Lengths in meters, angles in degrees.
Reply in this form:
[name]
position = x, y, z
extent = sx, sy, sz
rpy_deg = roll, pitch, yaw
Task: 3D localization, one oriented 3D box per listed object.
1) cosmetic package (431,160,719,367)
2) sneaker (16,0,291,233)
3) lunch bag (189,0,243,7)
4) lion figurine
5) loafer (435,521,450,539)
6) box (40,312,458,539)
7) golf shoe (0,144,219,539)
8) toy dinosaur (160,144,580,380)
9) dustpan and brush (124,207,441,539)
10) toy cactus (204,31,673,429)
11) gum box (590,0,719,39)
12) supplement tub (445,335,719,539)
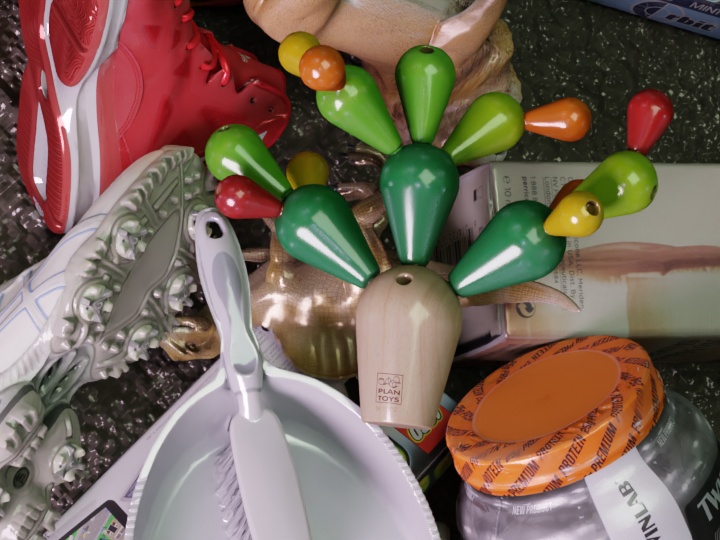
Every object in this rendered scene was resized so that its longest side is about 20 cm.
[cosmetic package]
position = 0.138, -0.001, 1.060
extent = 0.200, 0.103, 0.087
rpy_deg = -1, 79, -19
[sneaker]
position = -0.086, -0.109, 0.967
extent = 0.115, 0.200, 0.078
rpy_deg = -14, 54, -28
[lunch bag]
position = -0.080, -0.216, 1.038
extent = 0.200, 0.082, 0.176
rpy_deg = -10, 81, -21
[lion figurine]
position = 0.007, -0.119, 1.013
extent = 0.200, 0.122, 0.072
rpy_deg = 24, 36, -30
[loafer]
position = -0.004, 0.206, 0.987
extent = 0.063, 0.072, 0.200
rpy_deg = 11, 67, 1
[box]
position = -0.053, 0.107, 0.980
extent = 0.110, 0.035, 0.200
rpy_deg = 38, 66, 16
[golf shoe]
position = -0.142, 0.021, 0.953
extent = 0.097, 0.078, 0.200
rpy_deg = 23, 71, 33
[toy dinosaur]
position = 0.000, 0.000, 0.996
extent = 0.200, 0.058, 0.101
rpy_deg = -7, 70, 10
[dustpan and brush]
position = -0.045, 0.072, 0.938
extent = 0.139, 0.057, 0.200
rpy_deg = -10, 68, -12
[toy cactus]
position = 0.027, -0.017, 0.925
extent = 0.200, 0.102, 0.165
rpy_deg = 5, 83, 5
[gum box]
position = 0.180, -0.228, 1.157
extent = 0.170, 0.045, 0.200
rpy_deg = 14, 73, -17
[supplement tub]
position = 0.120, 0.137, 0.979
extent = 0.123, 0.123, 0.200
rpy_deg = -36, 115, -23
